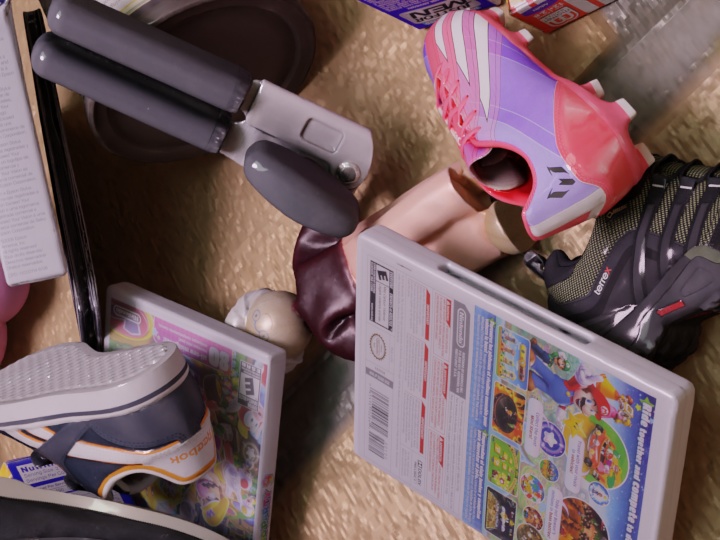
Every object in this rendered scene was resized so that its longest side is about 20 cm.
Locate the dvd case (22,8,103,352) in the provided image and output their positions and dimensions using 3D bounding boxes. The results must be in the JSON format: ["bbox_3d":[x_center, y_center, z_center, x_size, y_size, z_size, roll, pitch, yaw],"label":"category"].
[{"bbox_3d":[-0.190,-0.044,0.967,0.149,0.016,0.203,111,147,-68],"label":"dvd case"}]

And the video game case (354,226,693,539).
[{"bbox_3d":[0.073,0.077,0.758,0.199,0.018,0.145,28,130,37],"label":"video game case"}]

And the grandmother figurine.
[{"bbox_3d":[0.000,0.000,0.852,0.199,0.060,0.123,-33,57,26],"label":"grandmother figurine"}]

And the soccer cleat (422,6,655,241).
[{"bbox_3d":[0.070,-0.079,0.765,0.076,0.067,0.200,-35,36,-7],"label":"soccer cleat"}]

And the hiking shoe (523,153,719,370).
[{"bbox_3d":[0.161,-0.026,0.720,0.199,0.075,0.102,-38,66,28],"label":"hiking shoe"}]

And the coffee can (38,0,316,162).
[{"bbox_3d":[-0.132,-0.191,0.921,0.146,0.146,0.202,-40,62,25],"label":"coffee can"}]

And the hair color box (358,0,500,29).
[{"bbox_3d":[-0.003,-0.211,0.792,0.064,0.199,0.111,-10,78,33],"label":"hair color box"}]

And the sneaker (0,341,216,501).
[{"bbox_3d":[-0.159,0.091,0.878,0.199,0.078,0.080,-3,118,51],"label":"sneaker"}]

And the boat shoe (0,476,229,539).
[{"bbox_3d":[-0.163,0.158,0.833,0.072,0.197,0.069,143,137,-65],"label":"boat shoe"}]

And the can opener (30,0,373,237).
[{"bbox_3d":[-0.081,-0.087,0.808,0.053,0.198,0.067,-59,11,26],"label":"can opener"}]

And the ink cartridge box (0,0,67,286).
[{"bbox_3d":[-0.220,-0.110,0.912,0.200,0.040,0.203,-140,41,-72],"label":"ink cartridge box"}]

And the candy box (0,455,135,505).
[{"bbox_3d":[-0.173,0.237,0.914,0.201,0.076,0.170,54,131,31],"label":"candy box"}]

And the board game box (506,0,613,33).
[{"bbox_3d":[0.129,-0.251,0.794,0.150,0.046,0.203,-21,71,33],"label":"board game box"}]

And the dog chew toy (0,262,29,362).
[{"bbox_3d":[-0.304,0.048,1.041,0.200,0.124,0.125,-48,59,12],"label":"dog chew toy"}]

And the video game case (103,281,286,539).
[{"bbox_3d":[-0.108,0.123,0.906,0.142,0.018,0.203,19,112,37],"label":"video game case"}]
